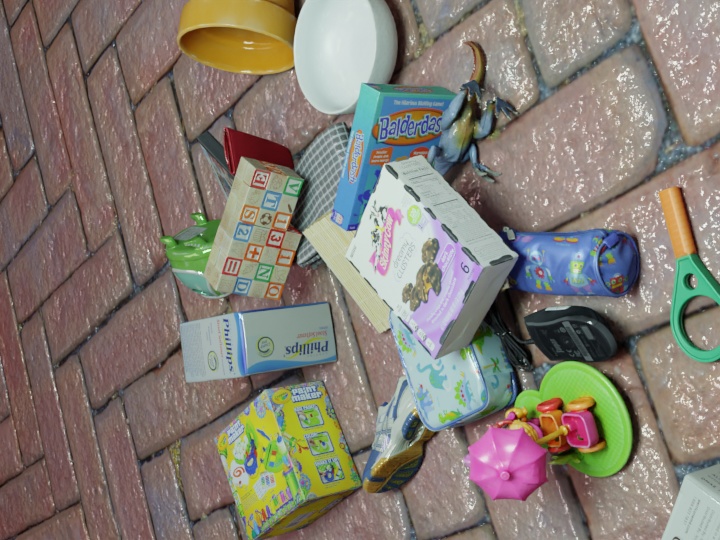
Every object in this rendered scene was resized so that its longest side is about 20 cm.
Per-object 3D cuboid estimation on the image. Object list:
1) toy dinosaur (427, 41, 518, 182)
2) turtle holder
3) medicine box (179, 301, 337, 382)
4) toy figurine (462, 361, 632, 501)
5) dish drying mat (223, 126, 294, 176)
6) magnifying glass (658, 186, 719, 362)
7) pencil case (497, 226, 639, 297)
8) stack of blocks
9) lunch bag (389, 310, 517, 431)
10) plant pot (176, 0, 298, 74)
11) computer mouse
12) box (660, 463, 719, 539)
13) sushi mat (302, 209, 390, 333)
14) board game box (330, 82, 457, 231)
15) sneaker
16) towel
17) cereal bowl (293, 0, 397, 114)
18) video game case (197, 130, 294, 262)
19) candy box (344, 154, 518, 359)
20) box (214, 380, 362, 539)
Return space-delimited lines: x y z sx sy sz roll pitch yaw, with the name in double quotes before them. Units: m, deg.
"toy dinosaur" 0.141 -0.173 1.478 0.182 0.104 0.201 125 161 -50
"turtle holder" -0.253 -0.026 1.924 0.184 0.141 0.133 -10 115 18
"medicine box" -0.170 0.119 1.780 0.199 0.181 0.104 -13 84 51
"toy figurine" 0.197 0.210 1.317 0.199 0.183 0.152 -10 97 56
"dish drying mat" -0.161 -0.177 1.734 0.018 0.200 0.078 -12 82 24
"magnifying glass" 0.375 0.004 1.222 0.079 0.022 0.202 -23 78 50
"pencil case" 0.244 -0.014 1.332 0.199 0.078 0.087 4 124 50
"stack of blocks" -0.154 -0.063 1.666 0.059 0.114 0.202 40 115 53
"lunch bag" 0.124 0.112 1.493 0.160 0.082 0.202 -35 67 46
"plant pot" -0.188 -0.442 1.752 0.199 0.199 0.185 -7 73 51
"computer mouse" 0.232 0.055 1.353 0.141 0.046 0.199 52 149 -13
"box" 0.416 0.334 1.117 0.200 0.130 0.201 37 121 43
"sushi mat" 0.000 0.000 1.612 0.095 0.012 0.201 -31 99 44
"board game box" 0.048 -0.157 1.505 0.045 0.151 0.202 34 120 43
"sneaker" 0.055 0.245 1.615 0.201 0.075 0.088 -60 39 27
"towel" -0.045 -0.110 1.677 0.200 0.085 0.167 -42 61 45
"cereal bowl" -0.011 -0.333 1.612 0.199 0.083 0.202 7 99 51
"video game case" -0.194 -0.120 1.827 0.200 0.025 0.181 46 164 39
"candy box" 0.085 -0.018 1.381 0.200 0.071 0.169 49 136 27
"box" -0.125 0.318 1.793 0.200 0.121 0.194 -44 61 45
